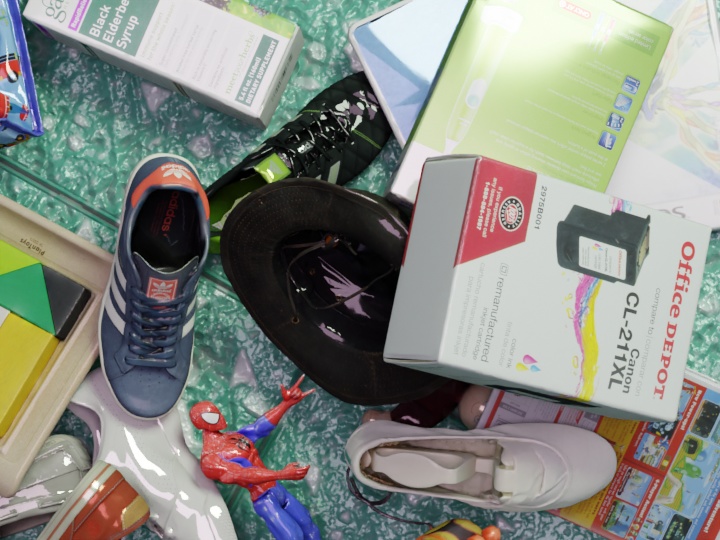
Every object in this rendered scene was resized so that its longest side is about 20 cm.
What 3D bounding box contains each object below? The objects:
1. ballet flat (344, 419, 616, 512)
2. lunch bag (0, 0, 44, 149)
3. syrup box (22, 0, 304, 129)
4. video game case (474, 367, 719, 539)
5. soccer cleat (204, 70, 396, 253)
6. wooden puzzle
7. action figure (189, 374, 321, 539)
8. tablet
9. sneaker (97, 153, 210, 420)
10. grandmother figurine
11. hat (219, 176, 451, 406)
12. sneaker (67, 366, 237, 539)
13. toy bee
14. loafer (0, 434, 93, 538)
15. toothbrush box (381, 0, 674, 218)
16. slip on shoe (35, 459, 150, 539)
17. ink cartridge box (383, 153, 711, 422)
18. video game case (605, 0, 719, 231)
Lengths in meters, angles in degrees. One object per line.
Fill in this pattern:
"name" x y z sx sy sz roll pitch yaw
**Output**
"ballet flat" 0.085 0.146 1.604 0.200 0.069 0.070 4 88 7
"lunch bag" -0.338 -0.184 1.685 0.150 0.094 0.200 -15 77 31
"syrup box" -0.150 -0.186 1.692 0.200 0.081 0.079 24 88 3
"video game case" 0.190 0.126 1.627 0.200 0.017 0.143 24 104 3
"soccer cleat" -0.049 -0.081 1.680 0.200 0.081 0.068 -39 86 1
"wooden puzzle" -0.289 0.047 1.681 0.185 0.037 0.200 27 85 22
"action figure" -0.044 0.164 1.650 0.099 0.065 0.200 -38 99 23
"tablet" 0.088 -0.122 1.679 0.130 0.014 0.200 -26 88 -6
"sneaker" -0.150 0.017 1.611 0.075 0.085 0.200 1 101 -14
"grandmother figurine" 0.038 0.074 1.679 0.200 0.061 0.121 29 115 7
"hat" 0.000 0.000 1.613 0.200 0.081 0.201 15 130 19
"sneaker" -0.162 0.166 1.670 0.088 0.075 0.200 -22 75 -24
"toy bee" 0.066 0.233 1.634 0.200 0.109 0.131 50 52 -15
"loafer" -0.292 0.197 1.690 0.200 0.070 0.070 -29 77 2
"toothbrush box" 0.122 -0.114 1.630 0.145 0.086 0.200 23 83 -3
"slip on shoe" -0.220 0.227 1.651 0.061 0.074 0.200 37 120 2
"ink cartridge box" 0.132 0.014 1.523 0.200 0.083 0.146 15 83 -27
"video game case" 0.194 -0.119 1.695 0.182 0.022 0.200 -9 86 3
